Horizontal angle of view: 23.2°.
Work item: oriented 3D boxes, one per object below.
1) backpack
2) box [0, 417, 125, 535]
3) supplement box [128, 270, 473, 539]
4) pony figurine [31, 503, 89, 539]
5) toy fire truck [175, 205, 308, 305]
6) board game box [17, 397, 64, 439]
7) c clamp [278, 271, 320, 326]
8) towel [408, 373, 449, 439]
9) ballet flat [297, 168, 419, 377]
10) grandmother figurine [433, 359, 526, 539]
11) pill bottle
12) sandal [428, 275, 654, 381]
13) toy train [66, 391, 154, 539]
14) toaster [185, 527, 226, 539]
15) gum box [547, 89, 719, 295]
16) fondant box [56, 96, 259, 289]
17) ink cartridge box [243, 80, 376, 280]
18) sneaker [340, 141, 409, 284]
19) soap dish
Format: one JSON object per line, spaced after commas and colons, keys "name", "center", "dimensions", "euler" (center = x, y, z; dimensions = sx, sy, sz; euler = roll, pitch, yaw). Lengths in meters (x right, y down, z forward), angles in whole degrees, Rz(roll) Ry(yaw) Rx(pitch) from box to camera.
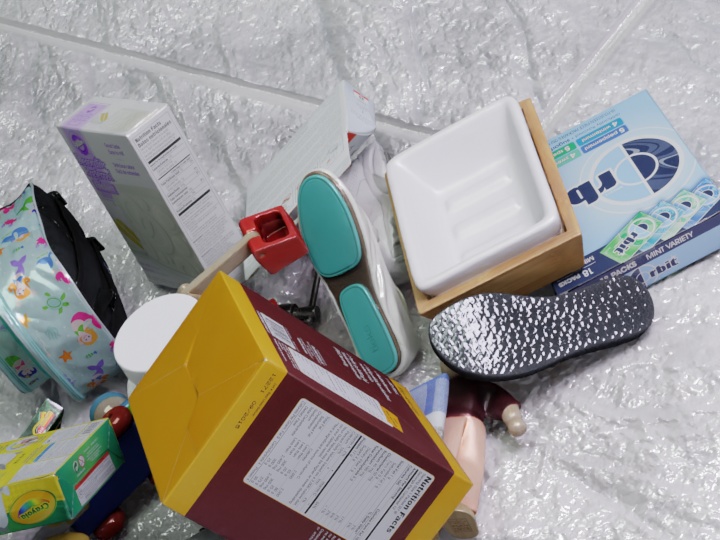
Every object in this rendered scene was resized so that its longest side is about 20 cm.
{"name": "backpack", "center": [-0.308, 0.033, 1.727], "dimensions": [0.150, 0.178, 0.200], "euler": [-36, 39, -5]}
{"name": "box", "center": [-0.309, 0.184, 1.460], "dimensions": [0.200, 0.048, 0.117], "euler": [-13, 15, 20]}
{"name": "supplement box", "center": [-0.051, 0.132, 1.368], "dimensions": [0.133, 0.200, 0.197], "euler": [-54, 23, 7]}
{"name": "pony figurine", "center": [-0.297, 0.296, 1.474], "dimensions": [0.200, 0.193, 0.166], "euler": [-28, 40, -27]}
{"name": "toy fire truck", "center": [-0.127, 0.041, 1.613], "dimensions": [0.200, 0.141, 0.049], "euler": [-30, 46, 0]}
{"name": "board game box", "center": [-0.333, 0.212, 1.584], "dimensions": [0.023, 0.105, 0.200], "euler": [32, 70, 2]}
{"name": "c clamp", "center": [-0.130, 0.068, 1.709], "dimensions": [0.200, 0.027, 0.171], "euler": [-10, 50, 19]}
{"name": "towel", "center": [0.012, 0.189, 1.456], "dimensions": [0.147, 0.024, 0.200], "euler": [-35, 31, 40]}
{"name": "ballet flat", "center": [0.000, 0.000, 1.594], "dimensions": [0.069, 0.200, 0.069], "euler": [-22, 1, 0]}
{"name": "grandmother figurine", "center": [0.083, 0.132, 1.495], "dimensions": [0.121, 0.061, 0.200], "euler": [-3, 49, 15]}
{"name": "pill bottle", "center": [-0.131, 0.117, 1.522], "dimensions": [0.113, 0.200, 0.113], "euler": [-17, 42, 16]}
{"name": "sandal", "center": [0.155, 0.055, 1.507], "dimensions": [0.200, 0.043, 0.076], "euler": [-7, 71, -13]}
{"name": "toy train", "center": [-0.267, 0.200, 1.622], "dimensions": [0.200, 0.085, 0.116], "euler": [-45, 27, -7]}
{"name": "toaster", "center": [-0.137, 0.321, 1.344], "dimensions": [0.181, 0.200, 0.119], "euler": [-28, 43, -10]}
{"name": "gum box", "center": [0.229, -0.062, 1.612], "dimensions": [0.170, 0.045, 0.200], "euler": [-28, 39, 4]}
{"name": "fondant box", "center": [-0.200, -0.072, 1.733], "dimensions": [0.058, 0.200, 0.144], "euler": [-41, 29, -25]}
{"name": "ink cartridge box", "center": [-0.047, -0.082, 1.710], "dimensions": [0.162, 0.050, 0.200], "euler": [-47, 23, 20]}
{"name": "sneaker", "center": [0.006, -0.039, 1.708], "dimensions": [0.099, 0.078, 0.200], "euler": [-30, 31, 10]}
{"name": "soap dish", "center": [0.112, -0.051, 1.580], "dimensions": [0.157, 0.081, 0.200], "euler": [-28, 40, 13]}
